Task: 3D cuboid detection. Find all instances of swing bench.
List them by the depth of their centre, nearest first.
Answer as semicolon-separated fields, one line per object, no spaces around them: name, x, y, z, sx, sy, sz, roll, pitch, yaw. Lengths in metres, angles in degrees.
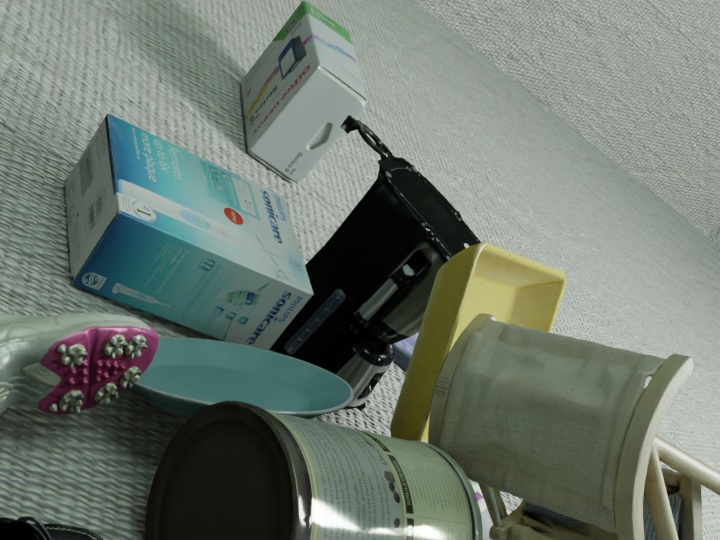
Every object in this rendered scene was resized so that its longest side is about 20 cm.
swing bench;0.169;0.152;0.834;0.197;0.130;0.201;11;-34;51

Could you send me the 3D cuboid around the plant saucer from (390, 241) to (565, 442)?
plant saucer;0.097;0.080;0.961;0.048;0.203;0.199;19;2;32

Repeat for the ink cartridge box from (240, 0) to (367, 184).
ink cartridge box;-0.075;-0.227;1.396;0.087;0.145;0.201;30;26;-28

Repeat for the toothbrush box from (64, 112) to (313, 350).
toothbrush box;-0.153;-0.030;0.982;0.198;0.085;0.148;26;29;-33

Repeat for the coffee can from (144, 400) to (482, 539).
coffee can;-0.028;0.180;0.768;0.198;0.146;0.147;20;32;-46

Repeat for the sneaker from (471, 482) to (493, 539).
sneaker;0.077;0.240;0.939;0.199;0.078;0.141;12;38;-52

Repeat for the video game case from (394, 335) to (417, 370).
video game case;0.037;0.040;1.297;0.142;0.019;0.201;39;24;-14

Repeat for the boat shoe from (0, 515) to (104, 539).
boat shoe;-0.197;0.167;0.600;0.198;0.066;0.075;9;40;-55

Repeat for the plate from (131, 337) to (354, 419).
plate;-0.103;0.088;0.854;0.196;0.026;0.200;10;8;-2

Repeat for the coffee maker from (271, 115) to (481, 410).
coffee maker;0.000;0.000;1.060;0.134;0.200;0.193;16;35;-52

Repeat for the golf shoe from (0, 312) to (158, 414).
golf shoe;-0.224;0.050;0.716;0.198;0.076;0.091;-8;43;-45
